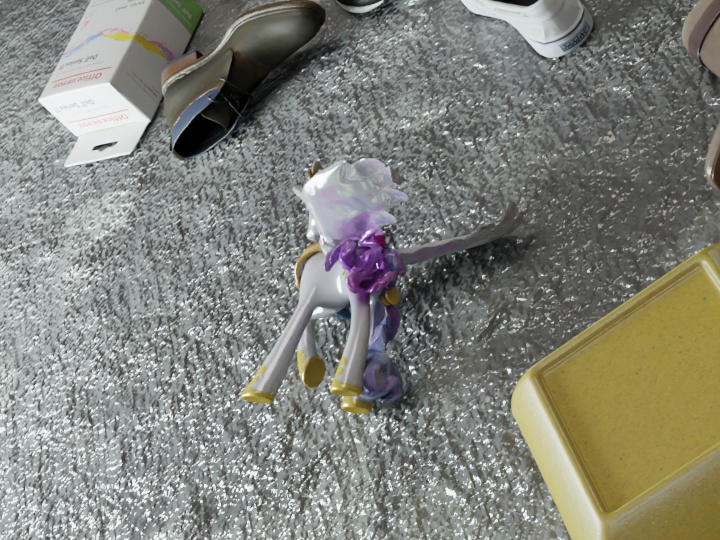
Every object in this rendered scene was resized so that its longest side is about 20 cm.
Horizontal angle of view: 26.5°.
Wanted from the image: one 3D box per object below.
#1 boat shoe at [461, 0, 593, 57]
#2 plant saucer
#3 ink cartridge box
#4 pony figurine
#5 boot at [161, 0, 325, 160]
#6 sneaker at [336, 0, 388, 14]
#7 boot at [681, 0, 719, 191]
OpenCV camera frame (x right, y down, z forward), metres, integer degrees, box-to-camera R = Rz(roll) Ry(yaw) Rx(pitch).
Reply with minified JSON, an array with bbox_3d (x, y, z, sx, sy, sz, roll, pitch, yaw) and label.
[{"bbox_3d":[0.125,-0.247,1.287,0.074,0.065,0.200,-46,38,-1],"label":"boat shoe"},{"bbox_3d":[0.191,0.080,0.938,0.200,0.048,0.200,-36,38,11],"label":"plant saucer"},{"bbox_3d":[-0.258,-0.211,1.606,0.117,0.067,0.200,-7,51,38],"label":"ink cartridge box"},{"bbox_3d":[0.000,0.000,1.126,0.193,0.166,0.200,-9,65,47],"label":"pony figurine"},{"bbox_3d":[-0.110,-0.177,1.448,0.200,0.075,0.097,-25,53,35],"label":"boot"},{"bbox_3d":[-0.027,-0.313,1.469,0.070,0.090,0.200,-43,37,2],"label":"sneaker"},{"bbox_3d":[0.273,-0.148,1.067,0.200,0.070,0.146,-47,31,-4],"label":"boot"}]
